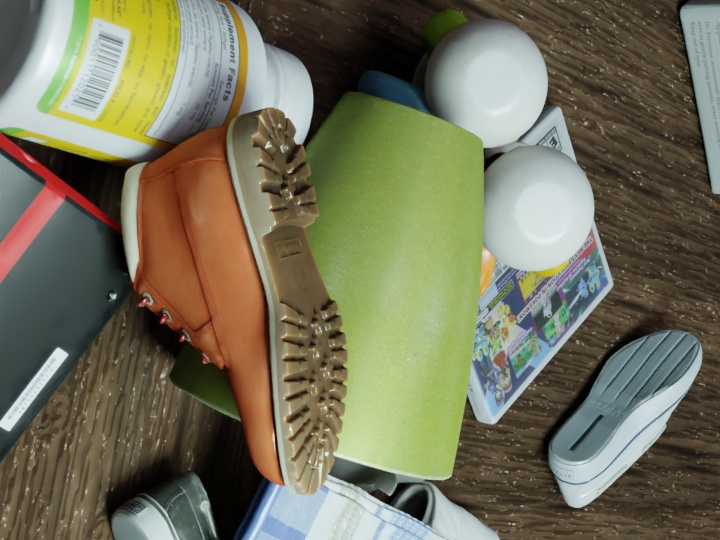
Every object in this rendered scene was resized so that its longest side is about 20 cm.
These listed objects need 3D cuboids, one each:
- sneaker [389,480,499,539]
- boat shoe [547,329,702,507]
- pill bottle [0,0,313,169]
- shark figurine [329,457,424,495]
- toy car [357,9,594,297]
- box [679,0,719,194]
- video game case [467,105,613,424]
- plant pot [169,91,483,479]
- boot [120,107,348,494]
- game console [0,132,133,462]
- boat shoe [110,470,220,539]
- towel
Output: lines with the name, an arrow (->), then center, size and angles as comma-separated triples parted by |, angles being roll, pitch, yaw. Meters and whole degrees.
sneaker -> 0.032, 0.260, 0.996 | 0.116, 0.073, 0.202 | 44, 54, -38
boat shoe -> 0.236, 0.132, 1.197 | 0.199, 0.073, 0.067 | -36, 134, -26
pill bottle -> -0.124, -0.113, 0.755 | 0.199, 0.110, 0.113 | 14, 85, -46
shark figurine -> -0.015, 0.168, 0.920 | 0.215, 0.089, 0.129 | -47, 123, -31
toy car -> 0.066, -0.076, 0.935 | 0.148, 0.175, 0.202 | -22, 97, 0
box -> 0.442, -0.199, 1.282 | 0.199, 0.170, 0.201 | -36, 119, -37
video game case -> 0.130, -0.007, 1.094 | 0.200, 0.023, 0.184 | -43, 123, -35
plant pot -> 0.000, 0.000, 0.822 | 0.186, 0.186, 0.203 | 18, 91, -45
boot -> -0.070, 0.024, 0.715 | 0.075, 0.106, 0.203 | 1, 77, -68
game console -> -0.225, 0.026, 0.691 | 0.201, 0.031, 0.177 | -52, 136, -4
boat shoe -> -0.096, 0.227, 0.853 | 0.063, 0.070, 0.202 | -29, 113, -35
towel -> -0.015, 0.217, 0.862 | 0.199, 0.024, 0.148 | 33, 79, -36
